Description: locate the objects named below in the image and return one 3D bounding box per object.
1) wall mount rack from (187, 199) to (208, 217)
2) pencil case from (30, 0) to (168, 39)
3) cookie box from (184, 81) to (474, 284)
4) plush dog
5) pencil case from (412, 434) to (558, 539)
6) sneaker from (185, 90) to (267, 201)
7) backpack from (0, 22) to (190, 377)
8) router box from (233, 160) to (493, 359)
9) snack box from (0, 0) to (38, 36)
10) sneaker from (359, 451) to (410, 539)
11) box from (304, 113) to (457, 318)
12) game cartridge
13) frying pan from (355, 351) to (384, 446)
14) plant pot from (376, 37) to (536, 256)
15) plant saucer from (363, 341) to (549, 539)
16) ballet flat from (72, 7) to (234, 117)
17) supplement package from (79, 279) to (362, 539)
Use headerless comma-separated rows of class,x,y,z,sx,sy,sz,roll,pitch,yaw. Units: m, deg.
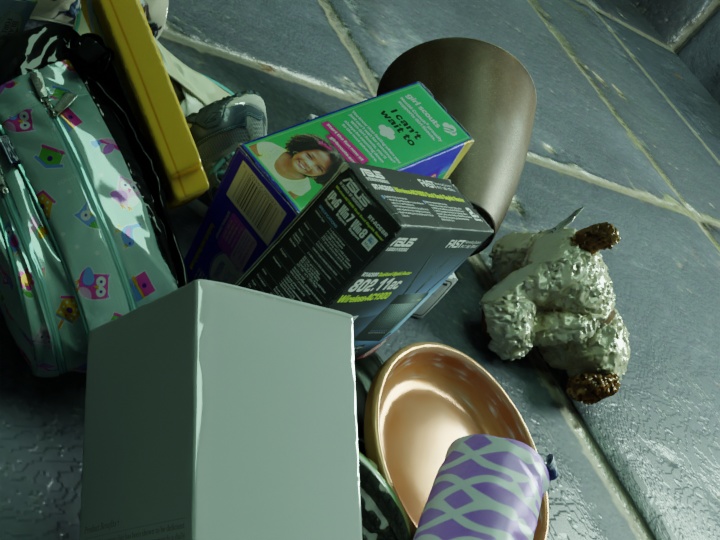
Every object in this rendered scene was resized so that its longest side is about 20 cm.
wall mount rack,-0.206,-0.099,0.876,0.200,0.074,0.175,-44,116,-61
pencil case,-0.267,-0.260,1.011,0.077,0.090,0.199,26,14,38
cookie box,-0.029,-0.047,0.862,0.199,0.172,0.075,-28,71,-41
plush dog,0.230,0.047,1.162,0.173,0.159,0.200,58,23,-19
pencil case,0.072,0.205,0.739,0.083,0.086,0.201,6,44,22
sneaker,-0.096,-0.080,0.904,0.200,0.077,0.087,73,-7,-77
backpack,-0.187,-0.034,0.707,0.126,0.167,0.201,-22,77,-13
router box,0.000,0.000,0.798,0.062,0.150,0.200,48,19,16
snack box,-0.312,-0.190,0.760,0.067,0.169,0.201,4,47,-44
sneaker,-0.030,0.125,0.787,0.200,0.077,0.089,48,20,6
box,0.005,-0.055,1.084,0.116,0.060,0.201,14,38,-40
game cartridge,-0.155,-0.130,0.762,0.200,0.032,0.178,-172,-119,-79
frying pan,0.019,0.116,0.896,0.190,0.031,0.115,41,29,-26
plant pot,0.101,-0.118,1.199,0.186,0.187,0.201,28,45,-23
plant saucer,0.072,0.155,0.864,0.199,0.037,0.202,29,44,-32
ballet flat,-0.183,-0.165,1.005,0.199,0.069,0.070,37,28,-23
supplement package,-0.077,0.123,0.603,0.117,0.116,0.202,15,65,-40
